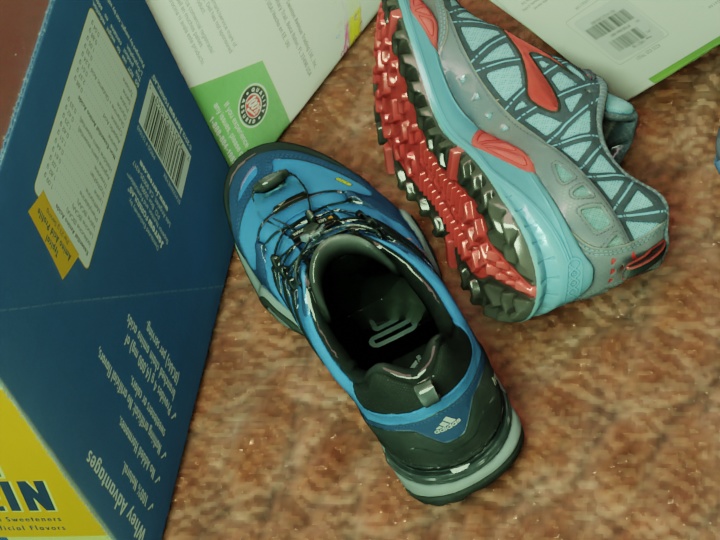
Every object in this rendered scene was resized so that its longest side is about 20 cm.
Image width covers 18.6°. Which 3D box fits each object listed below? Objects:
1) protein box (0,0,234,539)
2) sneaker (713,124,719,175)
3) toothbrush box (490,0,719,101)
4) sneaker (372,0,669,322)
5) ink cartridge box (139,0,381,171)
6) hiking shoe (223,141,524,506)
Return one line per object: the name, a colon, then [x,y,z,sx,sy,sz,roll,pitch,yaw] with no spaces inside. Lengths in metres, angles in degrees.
protein box: [-0.155,-0.007,0.876,0.134,0.199,0.200,-1,54,19]
sneaker: [0.212,-0.105,0.843,0.200,0.085,0.077,-38,52,-7]
toothbrush box: [0.155,-0.190,0.934,0.146,0.086,0.200,-31,28,58]
sneaker: [0.067,-0.055,0.932,0.095,0.079,0.200,-10,47,-17]
ink cartridge box: [-0.051,-0.161,0.992,0.087,0.145,0.200,24,66,33]
hiking shoe: [0.000,0.000,0.890,0.074,0.087,0.200,-34,51,-8]
